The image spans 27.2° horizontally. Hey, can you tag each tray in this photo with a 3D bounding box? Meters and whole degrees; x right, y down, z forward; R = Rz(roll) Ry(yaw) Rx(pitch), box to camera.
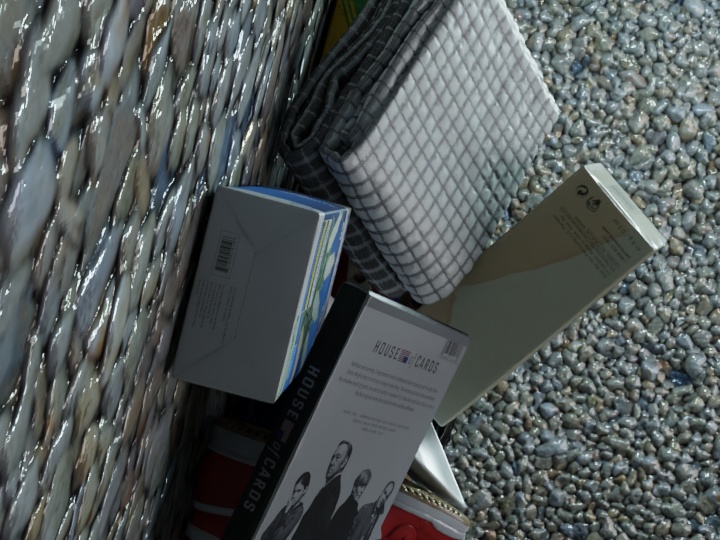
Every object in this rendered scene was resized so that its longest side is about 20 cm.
[{"bbox_3d":[0.011,0.089,1.031,0.200,0.022,0.108,50,15,-49],"label":"tray"}]

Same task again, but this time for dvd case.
[{"bbox_3d":[-0.012,0.114,0.901,0.150,0.025,0.201,25,90,-60],"label":"dvd case"}]

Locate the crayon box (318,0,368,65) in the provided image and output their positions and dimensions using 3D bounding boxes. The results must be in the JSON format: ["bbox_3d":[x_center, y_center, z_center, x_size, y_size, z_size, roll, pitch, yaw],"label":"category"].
[{"bbox_3d":[0.013,-0.188,1.175,0.200,0.058,0.173,91,14,-72],"label":"crayon box"}]

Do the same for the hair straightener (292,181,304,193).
[{"bbox_3d":[-0.042,0.001,1.157,0.077,0.041,0.200,-73,175,-47],"label":"hair straightener"}]

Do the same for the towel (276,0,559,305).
[{"bbox_3d":[0.039,-0.101,1.025,0.200,0.085,0.166,-59,137,-25],"label":"towel"}]

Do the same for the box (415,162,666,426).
[{"bbox_3d":[0.116,0.017,1.073,0.200,0.078,0.095,-41,173,15],"label":"box"}]

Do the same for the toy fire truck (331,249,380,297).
[{"bbox_3d":[0.000,0.000,1.121,0.141,0.049,0.201,94,0,-64],"label":"toy fire truck"}]

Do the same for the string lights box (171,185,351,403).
[{"bbox_3d":[-0.052,0.006,0.855,0.200,0.059,0.103,-40,144,-84],"label":"string lights box"}]

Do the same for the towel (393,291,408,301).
[{"bbox_3d":[0.029,0.030,1.314,0.023,0.200,0.144,-47,174,-11],"label":"towel"}]

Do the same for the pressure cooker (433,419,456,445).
[{"bbox_3d":[0.022,0.105,1.494,0.200,0.178,0.177,-58,159,-77],"label":"pressure cooker"}]

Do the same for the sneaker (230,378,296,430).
[{"bbox_3d":[-0.058,0.101,1.071,0.078,0.070,0.201,-17,121,-81],"label":"sneaker"}]

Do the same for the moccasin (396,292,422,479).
[{"bbox_3d":[0.045,0.094,1.190,0.074,0.078,0.202,24,-87,62],"label":"moccasin"}]

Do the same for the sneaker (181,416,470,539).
[{"bbox_3d":[-0.027,0.180,1.005,0.071,0.199,0.113,12,-99,68],"label":"sneaker"}]
